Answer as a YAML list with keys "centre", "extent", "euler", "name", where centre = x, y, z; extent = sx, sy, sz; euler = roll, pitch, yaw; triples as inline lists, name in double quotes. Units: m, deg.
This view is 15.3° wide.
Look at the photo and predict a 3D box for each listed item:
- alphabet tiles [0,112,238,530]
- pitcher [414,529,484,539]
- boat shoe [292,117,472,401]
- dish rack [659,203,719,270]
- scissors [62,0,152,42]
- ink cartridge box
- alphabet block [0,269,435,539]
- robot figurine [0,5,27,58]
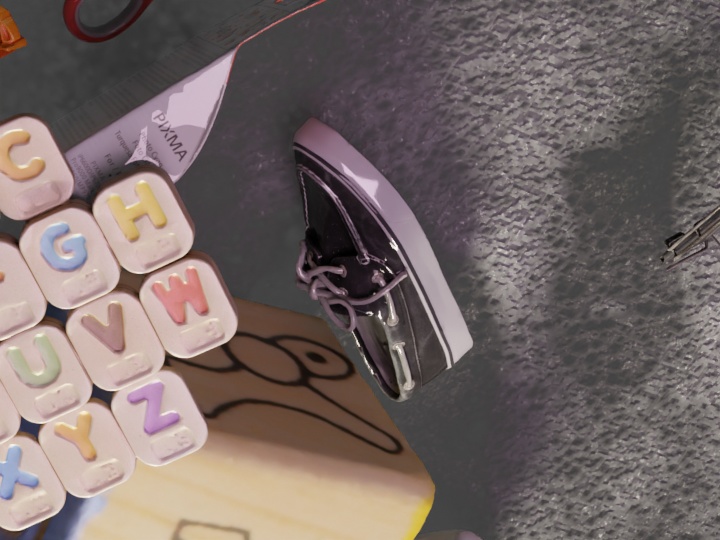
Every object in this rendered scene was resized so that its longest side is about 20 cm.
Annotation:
- centre: [-0.166, 0.029, 1.306]
  extent: [0.200, 0.015, 0.196]
  euler: [-24, 110, 5]
  name: "alphabet tiles"
- centre: [-0.006, 0.235, 1.661]
  extent: [0.200, 0.121, 0.172]
  euler: [-38, 113, 15]
  name: "pitcher"
- centre: [-0.002, -0.001, 1.532]
  extent: [0.068, 0.074, 0.199]
  euler: [-42, 138, -14]
  name: "boat shoe"
- centre: [0.273, -0.052, 1.569]
  extent: [0.200, 0.055, 0.153]
  euler: [-26, 166, -38]
  name: "dish rack"
- centre: [-0.074, -0.175, 1.425]
  extent: [0.200, 0.014, 0.073]
  euler: [-18, 124, -12]
  name: "scissors"
- centre: [-0.090, -0.084, 1.382]
  extent: [0.200, 0.160, 0.047]
  euler: [-30, 101, -4]
  name: "ink cartridge box"
- centre: [-0.109, 0.130, 1.490]
  extent: [0.200, 0.195, 0.197]
  euler: [15, 114, -30]
  name: "alphabet block"
- centre: [-0.239, -0.177, 1.261]
  extent: [0.145, 0.058, 0.200]
  euler: [-37, 108, -46]
  name: "robot figurine"
